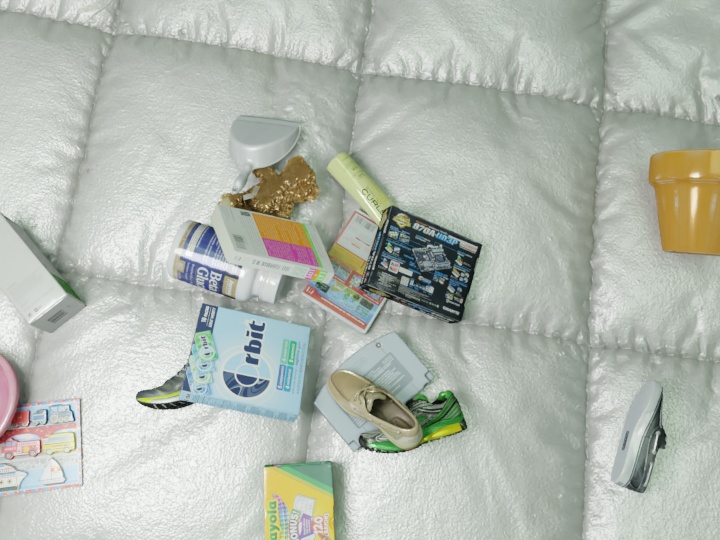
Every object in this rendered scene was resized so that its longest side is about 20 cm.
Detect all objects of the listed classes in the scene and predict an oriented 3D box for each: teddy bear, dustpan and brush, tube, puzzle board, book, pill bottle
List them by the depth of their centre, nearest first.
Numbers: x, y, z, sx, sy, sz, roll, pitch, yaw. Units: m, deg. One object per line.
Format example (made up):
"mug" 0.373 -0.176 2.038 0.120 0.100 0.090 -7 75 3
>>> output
"puzzle board" -0.587 0.309 1.183 0.199 0.017 0.152 -6 77 -5
"book" -0.152 -0.045 1.196 0.199 0.048 0.134 14 31 -36
"pill bottle" -0.236 -0.009 1.234 0.199 0.111 0.112 19 76 1
"dustpan and brush" -0.204 -0.218 1.290 0.139 0.057 0.200 9 40 11
"teddy bear" -0.174 -0.134 1.298 0.145 0.067 0.200 39 77 24
"tube" 0.020 -0.142 1.316 0.058 0.052 0.200 -42 84 1

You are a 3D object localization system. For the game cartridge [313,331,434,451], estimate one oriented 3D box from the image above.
"game cartridge" 0.019 0.211 1.238 0.200 0.040 0.133 -40 86 -12

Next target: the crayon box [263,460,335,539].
"crayon box" -0.103 0.432 1.164 0.118 0.058 0.201 -3 77 -5

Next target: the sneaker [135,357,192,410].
"sneaker" -0.298 0.190 1.210 0.199 0.074 0.081 -16 71 -15

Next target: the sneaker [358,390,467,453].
"sneaker" 0.086 0.267 1.202 0.199 0.078 0.086 -15 84 -21

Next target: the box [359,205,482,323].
"box" 0.115 -0.009 1.266 0.199 0.046 0.160 21 75 -15

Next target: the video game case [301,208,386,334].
"video game case" 0.000 0.000 1.296 0.143 0.017 0.200 32 76 4

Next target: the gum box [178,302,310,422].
"gum box" -0.196 0.159 1.183 0.199 0.045 0.171 14 54 -13

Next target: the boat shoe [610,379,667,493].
"boat shoe" 0.517 0.300 1.231 0.068 0.072 0.201 22 79 4

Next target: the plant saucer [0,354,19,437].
"plant saucer" -0.680 0.228 1.167 0.199 0.051 0.201 0 67 0

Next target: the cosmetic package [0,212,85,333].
"cosmetic package" -0.595 0.006 1.210 0.085 0.108 0.200 -40 83 -12

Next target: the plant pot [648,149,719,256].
"plant pot" 0.647 -0.122 1.292 0.199 0.200 0.184 4 92 -3

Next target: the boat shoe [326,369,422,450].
"boat shoe" 0.022 0.222 1.156 0.200 0.065 0.072 34 62 30
